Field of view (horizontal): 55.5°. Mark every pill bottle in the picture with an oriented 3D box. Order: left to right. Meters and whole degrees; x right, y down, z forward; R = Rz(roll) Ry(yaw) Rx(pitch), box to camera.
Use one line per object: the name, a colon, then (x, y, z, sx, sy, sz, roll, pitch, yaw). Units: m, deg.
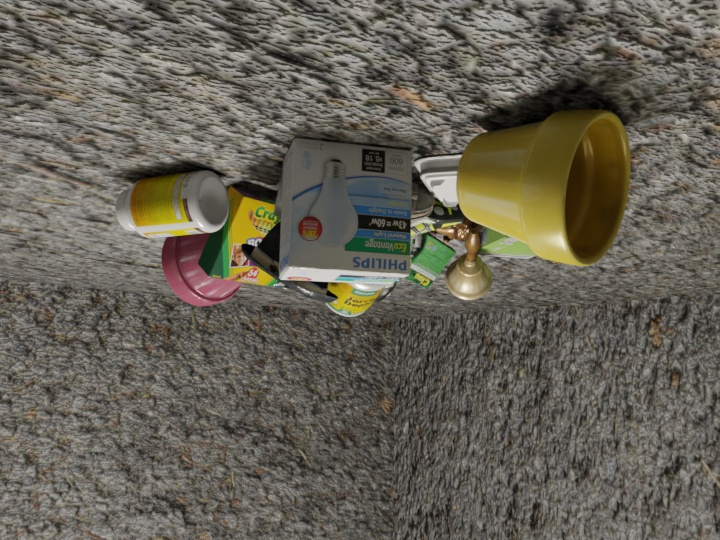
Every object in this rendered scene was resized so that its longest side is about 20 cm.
pill bottle: (-0.345, -0.117, 1.244, 0.197, 0.111, 0.109, -3, 170, 26)
pill bottle: (0.000, 0.000, 1.267, 0.111, 0.114, 0.200, 4, 154, -17)

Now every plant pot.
plant pot: (-0.308, -0.035, 1.513, 0.178, 0.203, 0.199, -17, 162, 40)
plant pot: (0.243, -0.121, 0.945, 0.187, 0.204, 0.199, 15, -177, 42)

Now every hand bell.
hand bell: (0.226, -0.029, 1.409, 0.102, 0.106, 0.201, 0, 152, 7)

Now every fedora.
fedora: (-0.110, -0.026, 1.213, 0.199, 0.092, 0.201, 30, -175, -3)

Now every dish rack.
dish rack: (0.191, -0.150, 1.183, 0.169, 0.044, 0.200, -2, 171, 17)

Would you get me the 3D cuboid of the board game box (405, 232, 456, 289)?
board game box: (0.100, -0.039, 1.388, 0.199, 0.105, 0.023, 28, -166, -39)

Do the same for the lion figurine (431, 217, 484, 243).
lion figurine: (0.154, -0.099, 1.405, 0.197, 0.074, 0.122, 2, 174, -12)

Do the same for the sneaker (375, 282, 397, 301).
sneaker: (0.052, -0.012, 1.490, 0.087, 0.075, 0.201, 20, 132, -17)

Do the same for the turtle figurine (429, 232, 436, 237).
turtle figurine: (0.071, -0.069, 1.561, 0.197, 0.102, 0.150, -4, 171, -2)

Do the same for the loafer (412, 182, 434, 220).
loafer: (0.039, -0.136, 1.208, 0.197, 0.073, 0.063, 9, 158, -7)

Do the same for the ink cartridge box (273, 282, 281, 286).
ink cartridge box: (-0.081, -0.029, 1.408, 0.198, 0.041, 0.200, -27, 178, 3)

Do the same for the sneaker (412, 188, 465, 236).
sneaker: (0.104, -0.101, 1.294, 0.197, 0.076, 0.077, -5, 148, -19)

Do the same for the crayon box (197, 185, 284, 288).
crayon box: (-0.204, -0.062, 1.381, 0.199, 0.174, 0.058, 10, -158, -48)

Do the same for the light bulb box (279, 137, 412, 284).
light bulb box: (-0.026, -0.087, 1.097, 0.195, 0.203, 0.125, 3, 171, -13)

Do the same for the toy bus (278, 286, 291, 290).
toy bus: (-0.137, -0.040, 1.691, 0.197, 0.138, 0.192, 4, 158, 0)

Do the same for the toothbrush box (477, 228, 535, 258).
toothbrush box: (0.329, -0.085, 1.435, 0.143, 0.088, 0.200, 4, 170, -11)

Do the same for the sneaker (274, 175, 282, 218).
sneaker: (-0.072, -0.116, 1.248, 0.144, 0.082, 0.200, 12, 178, 3)
